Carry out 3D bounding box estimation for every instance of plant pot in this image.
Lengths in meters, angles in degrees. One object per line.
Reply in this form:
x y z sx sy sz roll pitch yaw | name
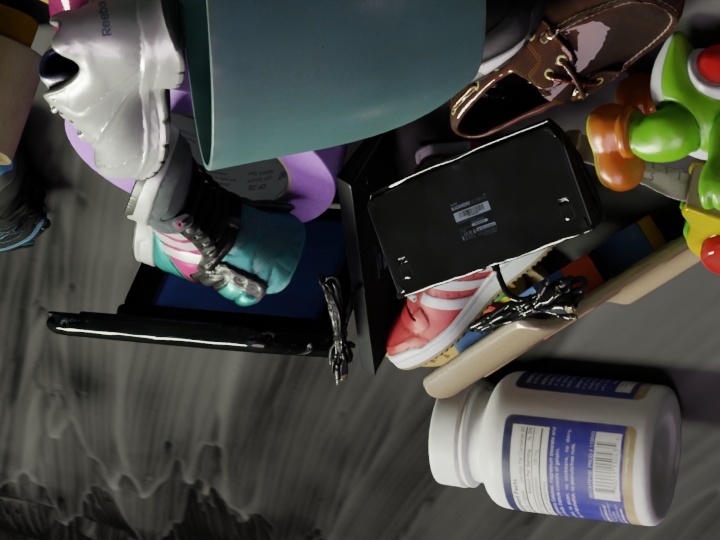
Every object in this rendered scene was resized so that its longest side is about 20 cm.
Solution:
-0.017 -0.163 1.292 0.160 0.202 0.201 -5 158 -7 | plant pot

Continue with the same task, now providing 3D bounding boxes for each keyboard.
0.000 0.000 1.657 0.020 0.127 0.201 13 139 20 | keyboard
0.089 -0.018 1.528 0.021 0.128 0.199 -19 179 -41 | keyboard

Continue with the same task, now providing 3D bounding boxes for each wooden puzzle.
0.153 0.018 1.671 0.199 0.047 0.185 -25 173 -28 | wooden puzzle

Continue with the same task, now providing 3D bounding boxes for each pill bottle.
0.166 0.149 1.954 0.198 0.121 0.120 5 155 22 | pill bottle

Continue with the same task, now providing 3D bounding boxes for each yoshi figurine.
0.250 -0.087 1.420 0.199 0.113 0.112 -9 163 38 | yoshi figurine

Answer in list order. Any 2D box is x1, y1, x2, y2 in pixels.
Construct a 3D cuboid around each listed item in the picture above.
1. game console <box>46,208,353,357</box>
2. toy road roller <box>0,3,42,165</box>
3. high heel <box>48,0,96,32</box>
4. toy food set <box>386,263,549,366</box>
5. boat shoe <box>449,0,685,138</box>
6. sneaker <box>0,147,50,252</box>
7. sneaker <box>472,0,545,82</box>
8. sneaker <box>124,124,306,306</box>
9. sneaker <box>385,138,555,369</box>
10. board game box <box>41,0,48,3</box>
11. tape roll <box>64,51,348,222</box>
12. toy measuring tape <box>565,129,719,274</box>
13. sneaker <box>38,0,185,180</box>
-0.108 0.001 1.714 0.199 0.117 0.176 4 178 27 | game console
-0.330 -0.138 1.626 0.199 0.124 0.146 19 170 -4 | toy road roller
-0.182 -0.204 1.392 0.096 0.067 0.200 46 167 0 | high heel
0.064 0.018 1.815 0.199 0.049 0.198 -1 151 33 | toy food set
0.127 -0.133 1.421 0.070 0.071 0.200 27 152 -25 | boat shoe
-0.287 -0.064 1.836 0.081 0.074 0.200 4 165 -17 | sneaker
0.016 -0.164 1.417 0.199 0.076 0.088 -3 145 34 | sneaker
-0.098 -0.033 1.589 0.120 0.084 0.200 19 164 3 | sneaker
0.054 -0.017 1.657 0.112 0.071 0.200 33 124 -17 | sneaker
-0.163 -0.220 1.442 0.135 0.035 0.200 24 155 -19 | board game box
-0.107 -0.106 1.624 0.198 0.066 0.200 12 156 5 | tape roll
0.222 -0.044 1.564 0.199 0.074 0.074 18 156 -8 | toy measuring tape
-0.158 -0.118 1.421 0.086 0.075 0.200 -5 154 -11 | sneaker
